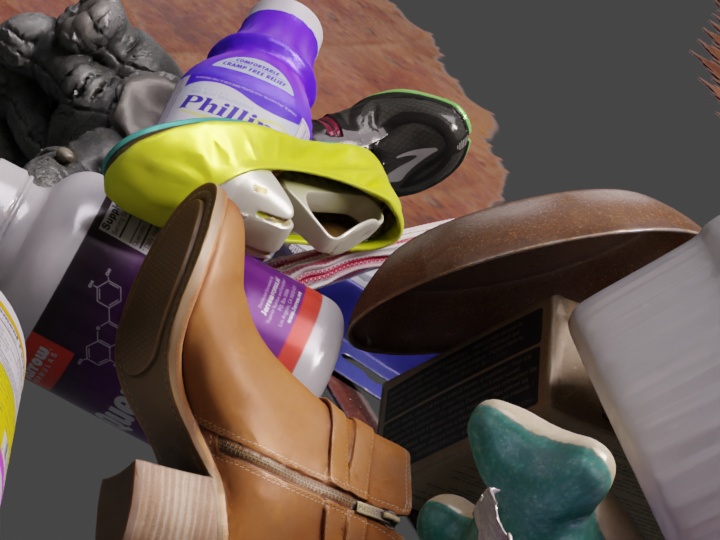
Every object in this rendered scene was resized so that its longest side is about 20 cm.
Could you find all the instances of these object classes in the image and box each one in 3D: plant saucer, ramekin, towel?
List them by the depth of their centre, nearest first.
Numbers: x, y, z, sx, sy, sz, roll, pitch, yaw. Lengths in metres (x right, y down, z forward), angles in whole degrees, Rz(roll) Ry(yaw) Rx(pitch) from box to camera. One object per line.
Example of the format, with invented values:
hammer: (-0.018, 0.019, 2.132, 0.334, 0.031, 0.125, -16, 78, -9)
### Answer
ramekin: (0.179, 0.081, 1.263, 0.200, 0.098, 0.201, -25, 90, -86)
plant saucer: (0.086, -0.002, 1.365, 0.200, 0.200, 0.037, 6, 67, -53)
towel: (0.000, 0.000, 1.499, 0.146, 0.030, 0.200, -12, -2, -11)

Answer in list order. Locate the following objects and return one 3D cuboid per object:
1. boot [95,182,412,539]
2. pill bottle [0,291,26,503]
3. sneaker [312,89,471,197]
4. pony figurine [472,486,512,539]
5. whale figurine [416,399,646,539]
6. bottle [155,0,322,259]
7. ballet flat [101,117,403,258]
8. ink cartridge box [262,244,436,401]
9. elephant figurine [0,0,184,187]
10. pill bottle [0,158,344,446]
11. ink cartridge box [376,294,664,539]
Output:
boot: (-0.041, 0.068, 1.270, 0.155, 0.200, 0.074, 16, -14, -26)
pill bottle: (-0.202, 0.055, 1.139, 0.104, 0.104, 0.200, 27, 18, -13)
sneaker: (-0.025, -0.069, 1.698, 0.200, 0.077, 0.084, -9, 19, 3)
pony figurine: (0.078, 0.208, 1.120, 0.200, 0.167, 0.193, 3, 57, -29)
whale figurine: (0.084, 0.154, 1.230, 0.159, 0.200, 0.104, 24, 54, 30)
bottle: (-0.070, -0.077, 1.455, 0.083, 0.065, 0.200, 22, 45, 1)
ballet flat: (-0.045, -0.036, 1.333, 0.200, 0.067, 0.067, 2, 46, -53)
ink cartridge box: (0.033, 0.035, 1.666, 0.200, 0.041, 0.200, 32, 18, 2)
elephant figurine: (-0.146, -0.055, 1.519, 0.155, 0.142, 0.200, -19, 47, -9)
pill bottle: (-0.116, 0.024, 1.345, 0.200, 0.112, 0.112, 28, 18, -8)
ink cartridge box: (0.133, 0.098, 1.450, 0.200, 0.165, 0.075, 21, 60, -30)
